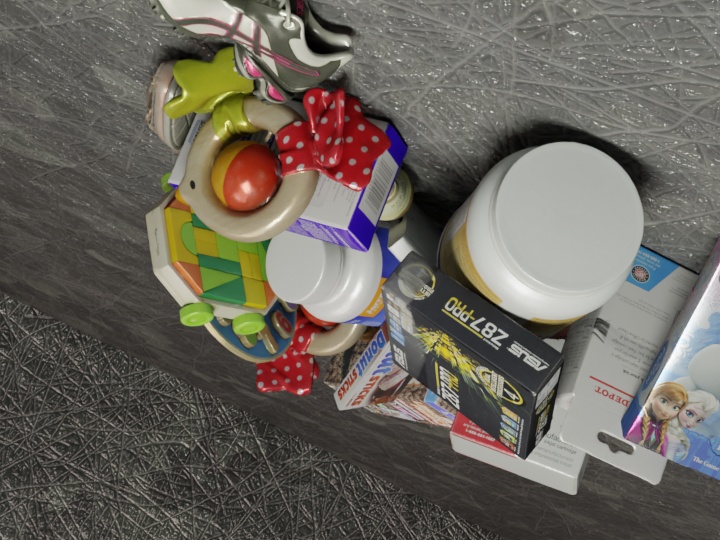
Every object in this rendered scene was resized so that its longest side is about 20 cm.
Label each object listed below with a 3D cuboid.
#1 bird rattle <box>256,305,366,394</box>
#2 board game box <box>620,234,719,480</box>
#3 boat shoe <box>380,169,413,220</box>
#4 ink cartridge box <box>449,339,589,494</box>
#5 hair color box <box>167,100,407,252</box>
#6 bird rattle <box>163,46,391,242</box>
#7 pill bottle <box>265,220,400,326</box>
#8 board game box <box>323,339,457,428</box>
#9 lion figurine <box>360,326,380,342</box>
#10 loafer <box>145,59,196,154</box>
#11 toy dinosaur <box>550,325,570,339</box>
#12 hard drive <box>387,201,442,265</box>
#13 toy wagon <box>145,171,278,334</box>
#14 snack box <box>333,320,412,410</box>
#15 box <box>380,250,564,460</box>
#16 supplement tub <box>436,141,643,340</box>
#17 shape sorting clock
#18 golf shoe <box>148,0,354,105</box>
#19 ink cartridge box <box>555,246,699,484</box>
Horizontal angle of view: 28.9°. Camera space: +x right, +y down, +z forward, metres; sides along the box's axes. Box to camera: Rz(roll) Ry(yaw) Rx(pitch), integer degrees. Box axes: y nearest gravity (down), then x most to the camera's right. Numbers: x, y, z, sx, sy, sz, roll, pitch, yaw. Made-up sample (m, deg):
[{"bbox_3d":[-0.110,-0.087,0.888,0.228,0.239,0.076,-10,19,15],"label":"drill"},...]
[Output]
[{"bbox_3d":[-0.061,0.039,1.590,0.162,0.202,0.112,-9,168,35],"label":"bird rattle"},{"bbox_3d":[0.360,0.097,1.219,0.199,0.200,0.043,23,-160,-2],"label":"board game box"},{"bbox_3d":[-0.048,-0.093,1.361,0.199,0.074,0.063,6,175,20],"label":"boat shoe"},{"bbox_3d":[0.197,0.117,1.506,0.143,0.201,0.084,18,162,14],"label":"ink cartridge box"},{"bbox_3d":[-0.069,-0.098,1.307,0.199,0.110,0.065,16,166,24],"label":"hair color box"},{"bbox_3d":[-0.082,-0.102,1.245,0.199,0.164,0.113,28,-174,16],"label":"bird rattle"},{"bbox_3d":[0.000,0.000,1.438,0.112,0.113,0.199,9,-179,41],"label":"pill bottle"},{"bbox_3d":[0.077,0.092,1.671,0.199,0.160,0.097,4,157,48],"label":"board game box"},{"bbox_3d":[0.072,0.053,1.552,0.072,0.200,0.123,32,-163,-20],"label":"lion figurine"},{"bbox_3d":[-0.186,-0.157,1.365,0.063,0.072,0.200,28,169,8],"label":"loafer"},{"bbox_3d":[0.180,0.040,1.377,0.199,0.136,0.086,28,165,-19],"label":"toy dinosaur"},{"bbox_3d":[0.103,0.022,1.394,0.200,0.026,0.132,47,-164,-13],"label":"hard drive"},{"bbox_3d":[-0.129,-0.015,1.405,0.039,0.156,0.199,-28,152,36],"label":"toy wagon"},{"bbox_3d":[0.038,0.088,1.484,0.071,0.024,0.200,-6,150,-28],"label":"snack box"},{"bbox_3d":[0.098,0.078,1.230,0.161,0.049,0.200,38,165,17],"label":"box"},{"bbox_3d":[0.150,-0.022,1.187,0.144,0.145,0.200,23,166,-3],"label":"supplement tub"},{"bbox_3d":[-0.128,0.000,1.468,0.039,0.201,0.200,-29,136,28],"label":"shape sorting clock"},{"bbox_3d":[-0.088,-0.206,1.065,0.088,0.078,0.200,-14,148,33],"label":"golf shoe"},{"bbox_3d":[0.251,0.088,1.316,0.115,0.201,0.068,25,165,-12],"label":"ink cartridge box"}]
